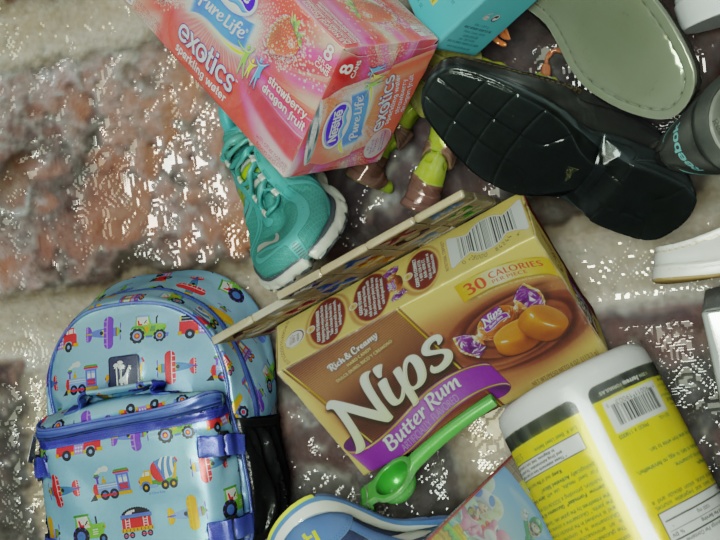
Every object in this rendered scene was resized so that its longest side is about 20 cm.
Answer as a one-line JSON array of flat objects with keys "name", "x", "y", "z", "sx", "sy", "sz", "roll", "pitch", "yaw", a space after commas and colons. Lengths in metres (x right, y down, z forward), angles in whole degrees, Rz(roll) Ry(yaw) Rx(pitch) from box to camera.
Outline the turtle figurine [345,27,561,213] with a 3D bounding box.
[{"name": "turtle figurine", "x": 0.064, "y": -0.120, "z": 0.818, "sx": 0.198, "sy": 0.064, "sz": 0.164, "roll": 26, "pitch": 100, "yaw": 13}]

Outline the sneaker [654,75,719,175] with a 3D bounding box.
[{"name": "sneaker", "x": 0.266, "y": -0.113, "z": 0.736, "sx": 0.197, "sy": 0.079, "sz": 0.076, "roll": -23, "pitch": 87, "yaw": -22}]

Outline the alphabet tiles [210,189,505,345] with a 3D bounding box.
[{"name": "alphabet tiles", "x": 0.000, "y": 0.000, "z": 0.790, "sx": 0.198, "sy": 0.167, "sz": 0.008, "roll": -29, "pitch": 83, "yaw": 15}]

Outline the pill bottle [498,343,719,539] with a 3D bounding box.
[{"name": "pill bottle", "x": 0.178, "y": 0.160, "z": 0.763, "sx": 0.111, "sy": 0.112, "sz": 0.203, "roll": -29, "pitch": 75, "yaw": 15}]

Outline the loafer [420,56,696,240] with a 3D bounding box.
[{"name": "loafer", "x": 0.125, "y": -0.088, "z": 0.764, "sx": 0.198, "sy": 0.073, "sz": 0.073, "roll": 25, "pitch": 131, "yaw": -20}]

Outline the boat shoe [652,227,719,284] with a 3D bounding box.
[{"name": "boat shoe", "x": 0.278, "y": -0.043, "z": 0.763, "sx": 0.197, "sy": 0.071, "sz": 0.071, "roll": -17, "pitch": 88, "yaw": 7}]

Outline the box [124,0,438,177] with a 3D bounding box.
[{"name": "box", "x": -0.057, "y": -0.167, "z": 0.777, "sx": 0.200, "sy": 0.094, "sz": 0.103, "roll": 48, "pitch": 128, "yaw": 24}]

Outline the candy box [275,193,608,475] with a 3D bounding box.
[{"name": "candy box", "x": 0.053, "y": 0.047, "z": 0.808, "sx": 0.198, "sy": 0.057, "sz": 0.117, "roll": -29, "pitch": 122, "yaw": 14}]

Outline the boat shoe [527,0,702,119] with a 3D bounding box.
[{"name": "boat shoe", "x": 0.150, "y": -0.173, "z": 0.767, "sx": 0.202, "sy": 0.060, "sz": 0.072, "roll": 49, "pitch": 125, "yaw": 25}]

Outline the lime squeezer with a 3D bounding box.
[{"name": "lime squeezer", "x": 0.032, "y": 0.167, "z": 0.826, "sx": 0.070, "sy": 0.038, "sz": 0.203, "roll": 20, "pitch": 114, "yaw": 6}]

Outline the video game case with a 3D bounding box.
[{"name": "video game case", "x": 0.105, "y": 0.213, "z": 0.766, "sx": 0.144, "sy": 0.199, "sz": 0.017, "roll": 52, "pitch": 133, "yaw": 6}]

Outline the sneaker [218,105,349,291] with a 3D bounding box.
[{"name": "sneaker", "x": -0.064, "y": -0.059, "z": 0.793, "sx": 0.077, "sy": 0.201, "sz": 0.080, "roll": -38, "pitch": 124, "yaw": 12}]

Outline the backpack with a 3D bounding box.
[{"name": "backpack", "x": -0.148, "y": 0.103, "z": 0.857, "sx": 0.179, "sy": 0.134, "sz": 0.204, "roll": -6, "pitch": 89, "yaw": 15}]

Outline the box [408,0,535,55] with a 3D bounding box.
[{"name": "box", "x": 0.107, "y": -0.226, "z": 0.723, "sx": 0.199, "sy": 0.049, "sz": 0.083, "roll": -39, "pitch": 67, "yaw": 35}]

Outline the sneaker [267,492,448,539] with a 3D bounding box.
[{"name": "sneaker", "x": 0.034, "y": 0.209, "z": 0.789, "sx": 0.197, "sy": 0.082, "sz": 0.075, "roll": 13, "pitch": 114, "yaw": -28}]

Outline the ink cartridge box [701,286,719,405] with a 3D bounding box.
[{"name": "ink cartridge box", "x": 0.271, "y": 0.105, "z": 0.731, "sx": 0.083, "sy": 0.144, "sz": 0.204, "roll": -11, "pitch": 90, "yaw": 17}]

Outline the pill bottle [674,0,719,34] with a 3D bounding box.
[{"name": "pill bottle", "x": 0.210, "y": -0.258, "z": 0.745, "sx": 0.109, "sy": 0.111, "sz": 0.204, "roll": -16, "pitch": 89, "yaw": 16}]
